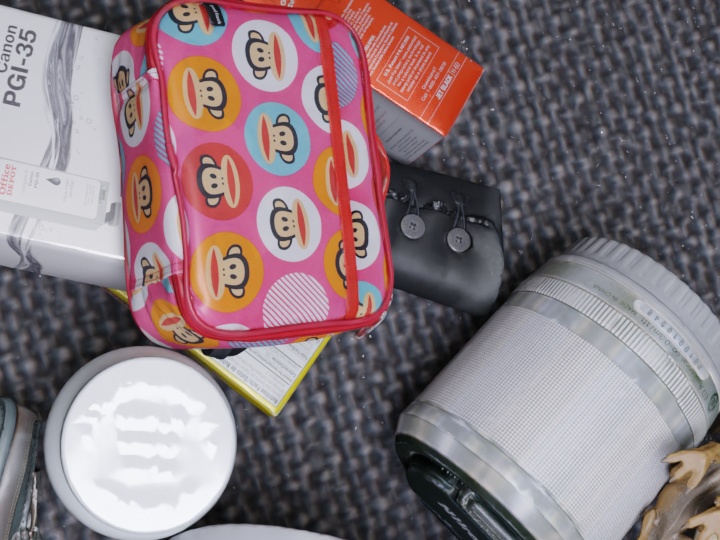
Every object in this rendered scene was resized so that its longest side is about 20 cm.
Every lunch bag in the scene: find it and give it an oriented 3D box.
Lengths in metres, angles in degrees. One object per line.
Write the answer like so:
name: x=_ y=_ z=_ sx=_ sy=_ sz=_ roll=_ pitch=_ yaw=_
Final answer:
lunch bag: x=-0.053 y=-0.055 z=0.710 sx=0.175 sy=0.082 sz=0.202 roll=-3 pitch=83 yaw=-37

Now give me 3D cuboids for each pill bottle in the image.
pill bottle: x=-0.132 y=0.102 z=0.707 sx=0.108 sy=0.200 sz=0.111 roll=2 pitch=82 yaw=-14

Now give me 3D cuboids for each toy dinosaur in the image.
toy dinosaur: x=0.217 y=0.129 z=0.746 sx=0.060 sy=0.106 sz=0.200 roll=44 pitch=95 yaw=13

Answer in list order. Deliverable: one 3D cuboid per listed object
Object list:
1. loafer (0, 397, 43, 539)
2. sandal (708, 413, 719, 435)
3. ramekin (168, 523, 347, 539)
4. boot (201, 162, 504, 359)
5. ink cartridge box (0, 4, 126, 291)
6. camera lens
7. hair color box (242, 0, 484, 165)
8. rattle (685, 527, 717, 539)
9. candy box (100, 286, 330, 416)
loafer: x=-0.231 y=0.182 z=0.750 sx=0.063 sy=0.072 sz=0.202 roll=19 pitch=85 yaw=-31
sandal: x=0.322 y=0.140 z=0.881 sx=0.069 sy=0.078 sz=0.213 roll=-33 pitch=86 yaw=-13
ramekin: x=-0.035 y=0.234 z=0.682 sx=0.199 sy=0.201 sz=0.098 roll=22 pitch=55 yaw=-10
boot: x=0.000 y=-0.001 z=0.809 sx=0.199 sy=0.066 sz=0.166 roll=17 pitch=73 yaw=-23
ink cartridge box: x=-0.183 y=-0.073 z=0.752 sx=0.198 sy=0.083 sz=0.148 roll=12 pitch=76 yaw=-13
camera lens: x=0.134 y=0.098 z=0.795 sx=0.160 sy=0.160 sz=0.200 roll=46 pitch=75 yaw=-4
hair color box: x=-0.023 y=-0.158 z=0.821 sx=0.199 sy=0.101 sz=0.062 roll=32 pitch=77 yaw=-8
rattle: x=0.194 y=0.195 z=0.827 sx=0.142 sy=0.130 sz=0.202 roll=18 pitch=100 yaw=28
candy box: x=-0.109 y=0.000 z=0.817 sx=0.200 sy=0.026 sz=0.103 roll=39 pitch=75 yaw=-6
